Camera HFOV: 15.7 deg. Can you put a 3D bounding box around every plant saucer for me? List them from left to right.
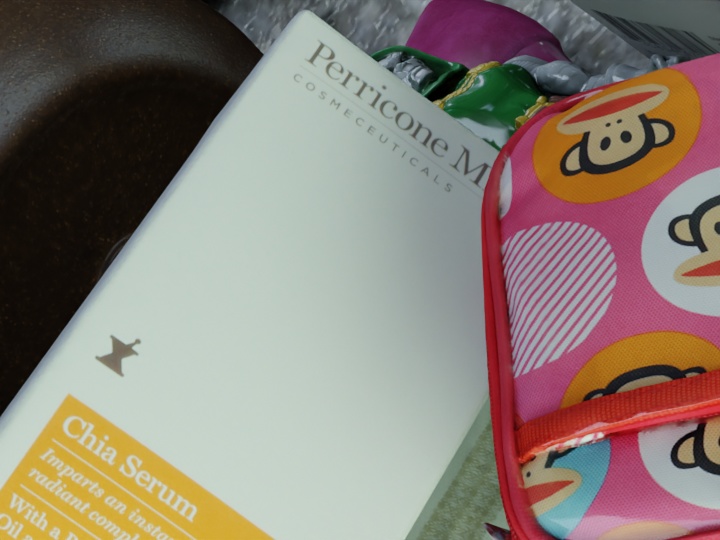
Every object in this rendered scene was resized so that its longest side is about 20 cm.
[{"bbox_3d":[-0.076,0.006,0.823,0.037,0.200,0.201,8,73,49],"label":"plant saucer"}]

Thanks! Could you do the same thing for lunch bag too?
[{"bbox_3d":[0.129,0.024,0.592,0.200,0.082,0.176,-13,46,14],"label":"lunch bag"}]

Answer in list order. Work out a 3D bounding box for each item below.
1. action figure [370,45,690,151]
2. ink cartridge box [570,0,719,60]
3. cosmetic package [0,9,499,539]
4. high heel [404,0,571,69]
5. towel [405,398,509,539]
[{"bbox_3d":[0.074,-0.027,0.755,0.200,0.055,0.118,23,51,39],"label":"action figure"},{"bbox_3d":[0.103,-0.112,0.708,0.145,0.200,0.084,17,80,49],"label":"ink cartridge box"},{"bbox_3d":[-0.034,0.041,0.672,0.200,0.101,0.071,-58,6,-33],"label":"cosmetic package"},{"bbox_3d":[0.000,0.000,0.845,0.096,0.067,0.200,37,91,40],"label":"high heel"},{"bbox_3d":[0.009,0.060,0.752,0.200,0.024,0.147,20,69,32],"label":"towel"}]
